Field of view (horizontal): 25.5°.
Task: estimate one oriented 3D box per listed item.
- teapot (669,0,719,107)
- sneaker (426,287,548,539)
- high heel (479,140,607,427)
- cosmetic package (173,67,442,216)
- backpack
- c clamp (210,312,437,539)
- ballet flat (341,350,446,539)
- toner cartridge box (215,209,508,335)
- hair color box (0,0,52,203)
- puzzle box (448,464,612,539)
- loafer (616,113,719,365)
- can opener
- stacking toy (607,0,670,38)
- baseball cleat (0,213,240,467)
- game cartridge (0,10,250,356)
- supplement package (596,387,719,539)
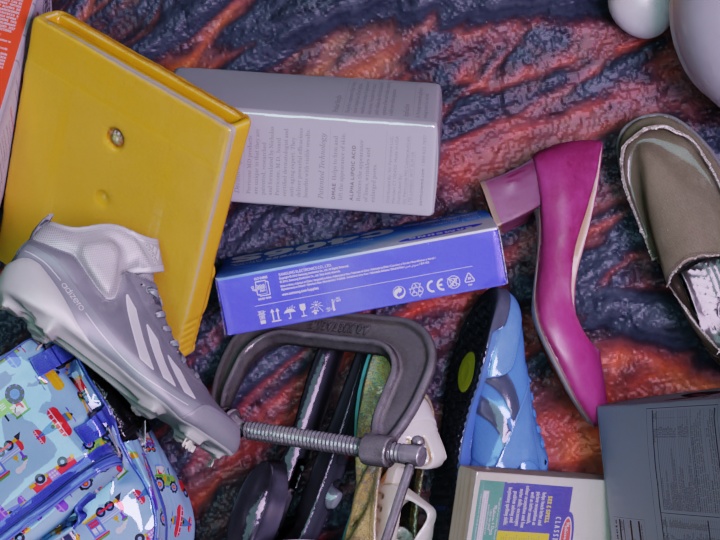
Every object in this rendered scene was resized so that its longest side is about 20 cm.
[{"bbox_3d":[0.287,-0.186,1.120,0.197,0.146,0.201,37,69,-24],"label":"teapot"},{"bbox_3d":[0.101,0.115,1.146,0.078,0.066,0.201,10,84,-15],"label":"sneaker"},{"bbox_3d":[0.163,0.007,1.144,0.096,0.067,0.201,-21,86,3],"label":"high heel"},{"bbox_3d":[-0.042,-0.093,1.134,0.199,0.102,0.074,3,113,4],"label":"cosmetic package"},{"bbox_3d":[-0.220,0.164,1.114,0.182,0.135,0.201,-31,88,0],"label":"backpack"},{"bbox_3d":[-0.031,0.095,1.101,0.199,0.027,0.171,10,60,34],"label":"c clamp"},{"bbox_3d":[0.028,0.150,1.135,0.070,0.071,0.201,10,90,3],"label":"ballet flat"},{"bbox_3d":[0.000,0.000,1.133,0.199,0.095,0.043,-10,100,1],"label":"toner cartridge box"},{"bbox_3d":[-0.270,-0.120,1.122,0.061,0.102,0.201,13,68,-4],"label":"hair color box"},{"bbox_3d":[0.116,0.238,1.110,0.132,0.025,0.201,8,92,-27],"label":"puzzle box"},{"bbox_3d":[0.244,-0.021,1.135,0.075,0.070,0.201,-28,86,14],"label":"loafer"},{"bbox_3d":[-0.032,0.128,1.146,0.063,0.079,0.201,24,78,11],"label":"can opener"},{"bbox_3d":[0.169,-0.258,1.152,0.146,0.146,0.201,-32,105,-1],"label":"stacking toy"},{"bbox_3d":[-0.142,0.039,1.063,0.200,0.070,0.107,40,72,-21],"label":"baseball cleat"},{"bbox_3d":[-0.170,-0.054,1.106,0.176,0.032,0.201,31,125,21],"label":"game cartridge"},{"bbox_3d":[0.285,0.147,1.042,0.190,0.200,0.148,-5,85,-16],"label":"supplement package"}]
